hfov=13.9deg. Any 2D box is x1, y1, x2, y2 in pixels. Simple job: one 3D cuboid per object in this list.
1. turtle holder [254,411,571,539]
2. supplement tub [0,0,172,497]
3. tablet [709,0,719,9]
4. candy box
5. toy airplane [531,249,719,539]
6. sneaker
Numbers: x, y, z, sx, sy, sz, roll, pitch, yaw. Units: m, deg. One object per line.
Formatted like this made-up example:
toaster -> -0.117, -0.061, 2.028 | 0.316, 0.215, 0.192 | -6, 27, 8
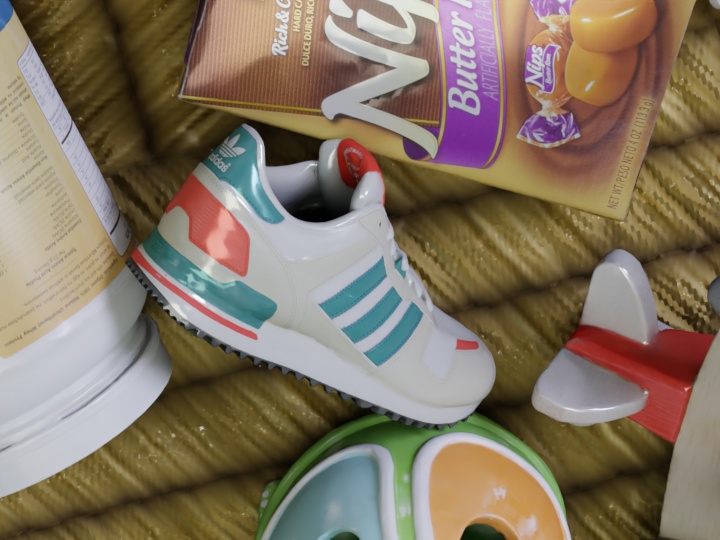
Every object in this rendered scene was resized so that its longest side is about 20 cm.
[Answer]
turtle holder -> 0.005, 0.147, 1.295 | 0.185, 0.132, 0.141 | -21, 109, 8
supplement tub -> -0.177, -0.017, 1.229 | 0.144, 0.145, 0.200 | -24, 108, 9
tablet -> 0.201, -0.209, 1.200 | 0.130, 0.014, 0.201 | -9, 111, -22
candy box -> 0.033, -0.105, 1.242 | 0.199, 0.056, 0.117 | 15, 110, -3
toy airplane -> 0.169, 0.075, 1.260 | 0.199, 0.141, 0.200 | -23, 124, 30
sneaker -> -0.001, 0.000, 1.240 | 0.199, 0.070, 0.094 | 22, 105, -39
